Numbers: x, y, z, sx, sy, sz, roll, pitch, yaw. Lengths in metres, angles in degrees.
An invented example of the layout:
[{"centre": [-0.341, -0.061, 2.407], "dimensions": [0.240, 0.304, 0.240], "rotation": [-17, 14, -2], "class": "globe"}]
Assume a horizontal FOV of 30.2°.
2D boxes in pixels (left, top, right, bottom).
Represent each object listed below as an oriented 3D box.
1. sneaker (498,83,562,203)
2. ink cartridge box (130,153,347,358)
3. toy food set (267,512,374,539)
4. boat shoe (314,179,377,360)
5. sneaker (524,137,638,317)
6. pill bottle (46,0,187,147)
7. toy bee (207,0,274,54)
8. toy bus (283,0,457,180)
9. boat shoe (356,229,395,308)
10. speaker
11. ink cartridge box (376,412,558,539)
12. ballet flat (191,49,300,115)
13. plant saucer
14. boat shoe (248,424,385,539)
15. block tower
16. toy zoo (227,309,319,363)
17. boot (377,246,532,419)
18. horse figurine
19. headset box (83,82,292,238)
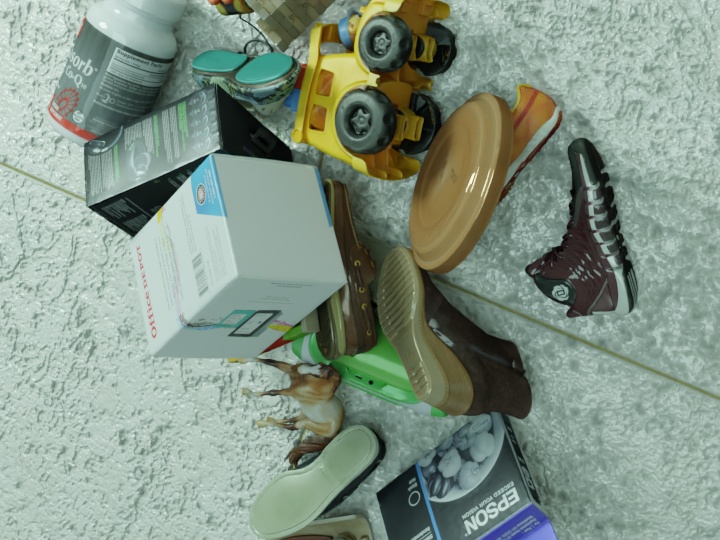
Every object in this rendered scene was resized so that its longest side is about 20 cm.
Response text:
[{"centre": [0.143, -0.120, 1.500], "dimensions": [0.077, 0.073, 0.201], "rotation": [39, 99, 8], "class": "sneaker"}, {"centre": [-0.140, -0.010, 1.475], "dimensions": [0.200, 0.145, 0.148], "rotation": [-38, 58, 44], "class": "ink cartridge box"}, {"centre": [-0.044, 0.404, 1.660], "dimensions": [0.142, 0.060, 0.203], "rotation": [-12, 96, 20], "class": "toy food set"}, {"centre": [-0.018, -0.002, 1.515], "dimensions": [0.067, 0.072, 0.203], "rotation": [-4, 90, -21], "class": "boat shoe"}, {"centre": [0.229, -0.038, 1.480], "dimensions": [0.114, 0.076, 0.203], "rotation": [-14, 96, 23], "class": "sneaker"}, {"centre": [-0.288, -0.249, 1.593], "dimensions": [0.115, 0.116, 0.202], "rotation": [30, 108, 11], "class": "pill bottle"}, {"centre": [-0.135, -0.337, 1.529], "dimensions": [0.130, 0.109, 0.202], "rotation": [-24, 91, 21], "class": "toy bee"}, {"centre": [-0.006, -0.222, 1.507], "dimensions": [0.190, 0.135, 0.203], "rotation": [21, 105, 31], "class": "toy bus"}, {"centre": [0.000, 0.000, 1.584], "dimensions": [0.199, 0.073, 0.063], "rotation": [34, 152, 4], "class": "boat shoe"}, {"centre": [0.022, 0.101, 1.569], "dimensions": [0.198, 0.088, 0.090], "rotation": [22, 106, 14], "class": "speaker"}, {"centre": [0.118, 0.288, 1.530], "dimensions": [0.198, 0.043, 0.201], "rotation": [-40, 44, 21], "class": "ink cartridge box"}, {"centre": [-0.120, -0.212, 1.526], "dimensions": [0.199, 0.073, 0.075], "rotation": [22, 111, 53], "class": "ballet flat"}, {"centre": [0.101, -0.096, 1.440], "dimensions": [0.032, 0.201, 0.202], "rotation": [18, 108, -19], "class": "plant saucer"}, {"centre": [-0.048, 0.261, 1.631], "dimensions": [0.199, 0.066, 0.075], "rotation": [-44, 64, 12], "class": "boat shoe"}, {"centre": [-0.041, -0.339, 1.489], "dimensions": [0.200, 0.058, 0.054], "rotation": [-45, 50, 6], "class": "block tower"}, {"centre": [-0.122, 0.031, 1.586], "dimensions": [0.199, 0.020, 0.133], "rotation": [-25, 70, 49], "class": "toy zoo"}, {"centre": [0.107, 0.074, 1.511], "dimensions": [0.072, 0.165, 0.202], "rotation": [-38, 55, 38], "class": "boot"}, {"centre": [-0.069, 0.161, 1.599], "dimensions": [0.131, 0.050, 0.201], "rotation": [1, 138, 16], "class": "horse figurine"}, {"centre": [-0.188, -0.110, 1.544], "dimensions": [0.198, 0.174, 0.094], "rotation": [-21, 60, 22], "class": "headset box"}]
